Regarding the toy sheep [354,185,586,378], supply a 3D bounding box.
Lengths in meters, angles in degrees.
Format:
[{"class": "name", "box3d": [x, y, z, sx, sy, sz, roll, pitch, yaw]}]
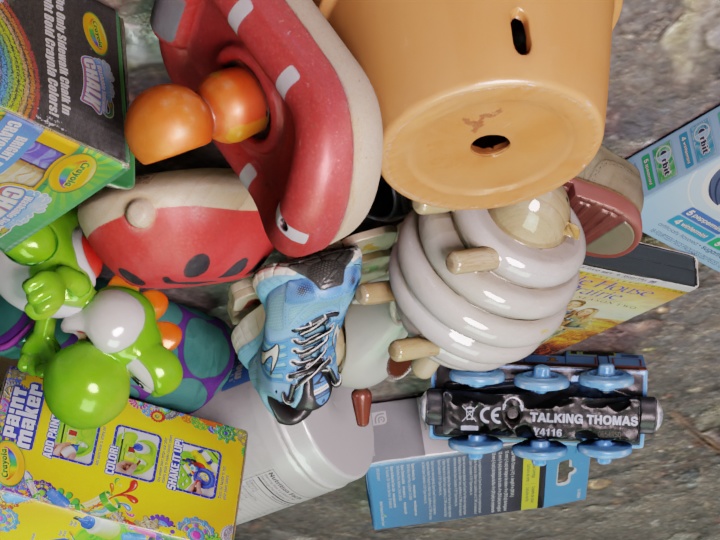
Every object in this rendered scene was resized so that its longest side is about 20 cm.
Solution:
[{"class": "toy sheep", "box3d": [0.077, 0.004, 1.349, 0.137, 0.138, 0.200, 10, 139, -26]}]

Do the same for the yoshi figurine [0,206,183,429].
[{"class": "yoshi figurine", "box3d": [-0.216, 0.031, 1.392, 0.200, 0.112, 0.112, 42, 111, -3]}]

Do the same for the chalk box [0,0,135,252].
[{"class": "chalk box", "box3d": [-0.222, -0.103, 1.239, 0.124, 0.125, 0.200, -29, 141, 33]}]

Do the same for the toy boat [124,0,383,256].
[{"class": "toy boat", "box3d": [-0.079, -0.095, 1.197, 0.130, 0.200, 0.131, -24, 158, -29]}]

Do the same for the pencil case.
[{"class": "pencil case", "box3d": [-0.192, 0.048, 1.535, 0.200, 0.085, 0.092, 23, 175, -41]}]

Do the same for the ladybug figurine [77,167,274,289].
[{"class": "ladybug figurine", "box3d": [-0.117, -0.027, 1.372, 0.135, 0.072, 0.200, -9, 178, 17]}]

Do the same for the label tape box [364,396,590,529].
[{"class": "label tape box", "box3d": [0.101, 0.164, 1.813, 0.199, 0.066, 0.143, -9, 150, -2]}]

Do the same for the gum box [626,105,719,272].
[{"class": "gum box", "box3d": [0.309, -0.071, 1.479, 0.200, 0.045, 0.170, -31, 141, 34]}]

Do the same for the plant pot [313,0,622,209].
[{"class": "plant pot", "box3d": [0.070, -0.130, 1.240, 0.199, 0.140, 0.200, -5, 150, -3]}]

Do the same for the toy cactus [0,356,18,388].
[{"class": "toy cactus", "box3d": [-0.303, 0.093, 1.596, 0.165, 0.102, 0.200, -23, 138, 7]}]

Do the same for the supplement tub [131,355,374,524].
[{"class": "supplement tub", "box3d": [-0.104, 0.141, 1.664, 0.199, 0.132, 0.132, -23, 146, 23]}]

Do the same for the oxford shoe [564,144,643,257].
[{"class": "oxford shoe", "box3d": [0.108, -0.081, 1.403, 0.200, 0.075, 0.070, 29, 138, -16]}]

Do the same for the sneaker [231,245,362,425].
[{"class": "sneaker", "box3d": [-0.033, 0.049, 1.414, 0.078, 0.090, 0.200, -13, 159, -17]}]

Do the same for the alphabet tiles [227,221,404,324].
[{"class": "alphabet tiles", "box3d": [0.000, 0.000, 1.488, 0.199, 0.015, 0.196, -16, 169, -9]}]

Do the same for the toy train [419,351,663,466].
[{"class": "toy train", "box3d": [0.150, 0.111, 1.689, 0.199, 0.087, 0.114, 1, -170, 4]}]

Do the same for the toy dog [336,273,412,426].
[{"class": "toy dog", "box3d": [0.033, 0.057, 1.520, 0.132, 0.097, 0.200, -14, 175, -29]}]

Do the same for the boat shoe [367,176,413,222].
[{"class": "boat shoe", "box3d": [0.016, -0.059, 1.417, 0.072, 0.068, 0.200, -31, 147, 34]}]

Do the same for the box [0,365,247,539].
[{"class": "box", "box3d": [-0.209, 0.203, 1.556, 0.192, 0.122, 0.200, 16, 134, -11]}]

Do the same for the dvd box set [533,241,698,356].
[{"class": "dvd box set", "box3d": [0.143, 0.018, 1.568, 0.146, 0.030, 0.200, 11, 157, -29]}]
